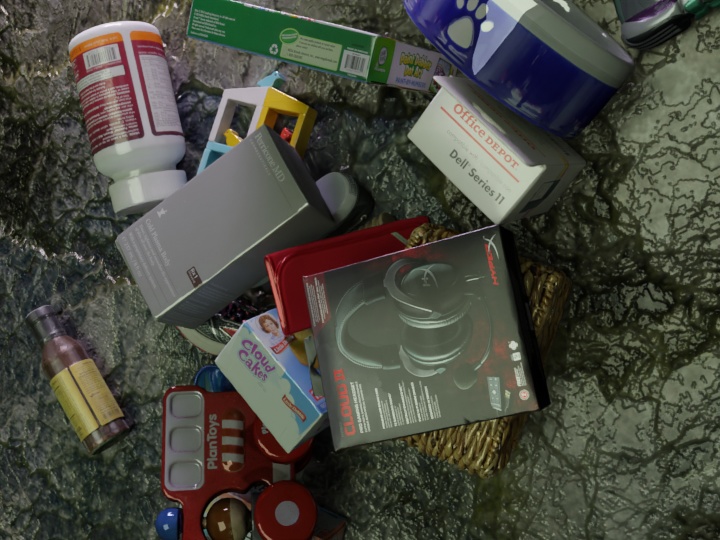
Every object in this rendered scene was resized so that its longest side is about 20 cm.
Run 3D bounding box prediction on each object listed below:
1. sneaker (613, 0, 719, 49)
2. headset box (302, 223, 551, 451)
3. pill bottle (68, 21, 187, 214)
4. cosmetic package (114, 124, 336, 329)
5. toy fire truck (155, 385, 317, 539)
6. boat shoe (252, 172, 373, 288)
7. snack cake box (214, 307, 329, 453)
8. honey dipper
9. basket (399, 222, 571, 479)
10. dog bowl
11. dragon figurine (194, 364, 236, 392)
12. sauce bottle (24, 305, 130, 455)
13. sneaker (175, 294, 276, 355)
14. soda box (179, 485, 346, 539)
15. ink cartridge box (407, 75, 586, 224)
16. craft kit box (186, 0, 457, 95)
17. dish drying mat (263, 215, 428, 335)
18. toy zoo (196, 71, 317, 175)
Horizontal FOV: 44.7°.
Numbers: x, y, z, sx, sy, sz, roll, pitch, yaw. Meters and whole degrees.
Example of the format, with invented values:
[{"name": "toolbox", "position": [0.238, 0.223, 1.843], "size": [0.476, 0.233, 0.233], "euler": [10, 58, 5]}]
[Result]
[{"name": "sneaker", "position": [0.299, -0.273, 0.735], "size": [0.198, 0.074, 0.089], "euler": [-27, 79, 28]}, {"name": "headset box", "position": [0.046, 0.061, 0.741], "size": [0.196, 0.077, 0.152], "euler": [-14, 81, 18]}, {"name": "pill bottle", "position": [-0.265, -0.174, 1.019], "size": [0.108, 0.109, 0.204], "euler": [-13, 90, 28]}, {"name": "cosmetic package", "position": [-0.135, -0.041, 0.890], "size": [0.199, 0.090, 0.108], "euler": [-38, 70, 12]}, {"name": "toy fire truck", "position": [-0.129, 0.222, 0.917], "size": [0.164, 0.112, 0.204], "euler": [-1, 70, -5]}, {"name": "boat shoe", "position": [-0.070, -0.034, 0.962], "size": [0.198, 0.056, 0.070], "euler": [-32, 58, 27]}, {"name": "snack cake box", "position": [-0.034, 0.084, 0.878], "size": [0.115, 0.199, 0.067], "euler": [49, 124, 12]}, {"name": "honey dipper", "position": [-0.041, -0.001, 0.966], "size": [0.198, 0.038, 0.039], "euler": [-31, 82, 29]}, {"name": "basket", "position": [0.100, 0.073, 0.837], "size": [0.147, 0.142, 0.204], "euler": [19, 94, 20]}, {"name": "dog bowl", "position": [0.136, -0.207, 0.755], "size": [0.200, 0.199, 0.079], "euler": [45, 116, 15]}, {"name": "dragon figurine", "position": [-0.156, 0.140, 1.030], "size": [0.098, 0.059, 0.205], "euler": [10, 100, 26]}, {"name": "sauce bottle", "position": [-0.373, 0.139, 1.142], "size": [0.064, 0.064, 0.202], "euler": [-36, 78, 26]}, {"name": "sneaker", "position": [-0.120, 0.059, 0.965], "size": [0.198, 0.081, 0.075], "euler": [30, 137, -4]}, {"name": "soda box", "position": [-0.117, 0.293, 1.027], "size": [0.197, 0.063, 0.070], "euler": [19, 105, 25]}, {"name": "ink cartridge box", "position": [0.119, -0.107, 0.776], "size": [0.117, 0.199, 0.068], "euler": [46, 114, 15]}, {"name": "craft kit box", "position": [-0.030, -0.214, 0.843], "size": [0.197, 0.197, 0.050], "euler": [20, 102, 23]}, {"name": "dish drying mat", "position": [0.000, 0.000, 0.861], "size": [0.018, 0.197, 0.078], "euler": [-13, 92, 55]}, {"name": "toy zoo", "position": [-0.122, -0.123, 0.969], "size": [0.129, 0.020, 0.204], "euler": [17, 88, 34]}]
